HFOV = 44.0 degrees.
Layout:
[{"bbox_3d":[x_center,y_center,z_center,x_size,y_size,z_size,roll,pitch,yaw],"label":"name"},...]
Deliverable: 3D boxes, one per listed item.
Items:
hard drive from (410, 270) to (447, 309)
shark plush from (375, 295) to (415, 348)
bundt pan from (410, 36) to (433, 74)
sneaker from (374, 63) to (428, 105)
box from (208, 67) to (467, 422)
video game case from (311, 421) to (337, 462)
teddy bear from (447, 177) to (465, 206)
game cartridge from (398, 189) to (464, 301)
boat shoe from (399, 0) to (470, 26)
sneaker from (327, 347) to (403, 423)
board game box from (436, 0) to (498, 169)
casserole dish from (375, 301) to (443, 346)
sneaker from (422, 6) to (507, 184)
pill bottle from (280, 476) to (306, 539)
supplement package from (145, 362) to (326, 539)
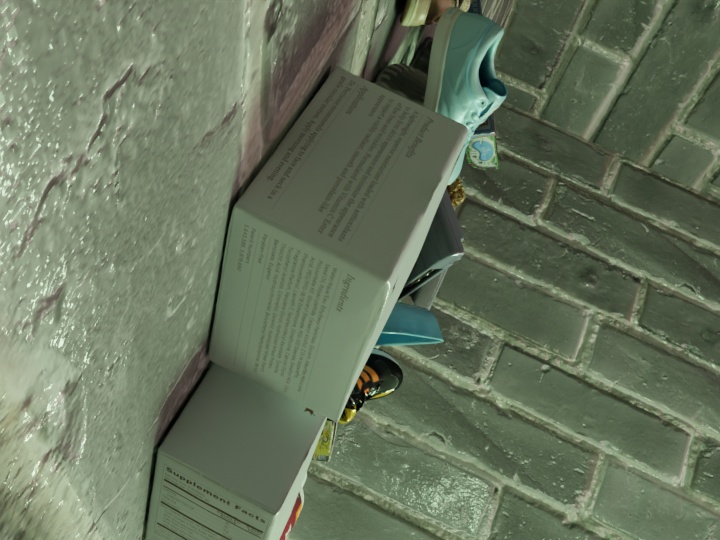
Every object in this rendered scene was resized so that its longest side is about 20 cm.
[{"bbox_3d":[0.039,-0.016,1.269,0.042,0.199,0.137,15,104,-42],"label":"hard drive"},{"bbox_3d":[0.000,0.000,1.139,0.082,0.203,0.090,-19,177,32],"label":"shark plush"},{"bbox_3d":[0.095,-0.235,1.319,0.202,0.075,0.204,90,26,-78],"label":"bundt pan"},{"bbox_3d":[0.029,-0.169,1.007,0.200,0.074,0.082,-45,168,-46],"label":"sneaker"},{"bbox_3d":[-0.020,-0.022,0.753,0.201,0.129,0.200,109,8,-48],"label":"box"},{"bbox_3d":[-0.051,0.124,1.149,0.200,0.035,0.185,-130,-131,-78],"label":"video game case"},{"bbox_3d":[0.063,-0.103,1.130,0.067,0.143,0.203,64,6,-73],"label":"teddy bear"},{"bbox_3d":[0.033,-0.037,1.027,0.199,0.040,0.135,-38,-119,47],"label":"game cartridge"},{"bbox_3d":[0.094,-0.309,0.985,0.200,0.064,0.073,-58,172,-59],"label":"boat shoe"},{"bbox_3d":[-0.019,0.136,0.983,0.198,0.090,0.070,12,122,-43],"label":"sneaker"},{"bbox_3d":[0.139,-0.225,1.150,0.201,0.060,0.203,67,20,-59],"label":"board game box"},{"bbox_3d":[0.015,0.058,0.968,0.199,0.119,0.040,18,70,-62],"label":"casserole dish"},{"bbox_3d":[0.115,-0.177,0.969,0.074,0.081,0.203,-43,144,-44],"label":"sneaker"},{"bbox_3d":[-0.145,0.338,1.246,0.201,0.111,0.114,-58,171,-58],"label":"pill bottle"},{"bbox_3d":[-0.118,0.199,0.825,0.118,0.116,0.202,-59,173,-44],"label":"supplement package"}]
